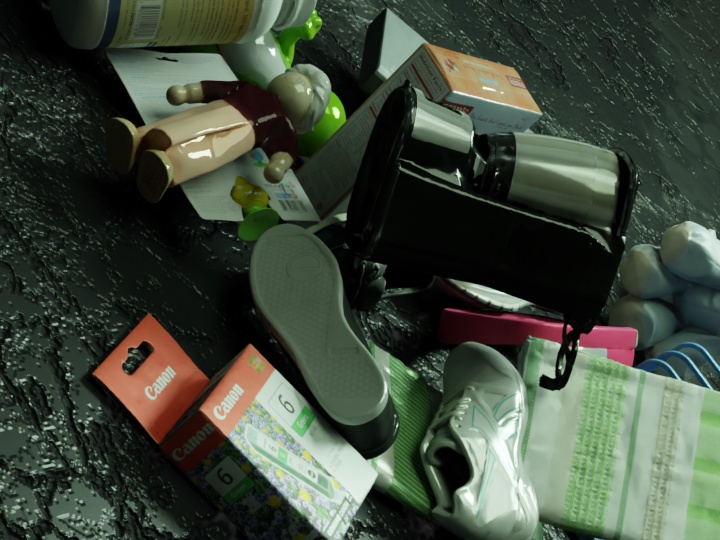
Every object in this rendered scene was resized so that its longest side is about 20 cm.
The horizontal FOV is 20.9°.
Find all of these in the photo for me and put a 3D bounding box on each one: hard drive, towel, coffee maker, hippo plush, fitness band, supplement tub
[{"bbox_3d":[0.085,-0.151,1.859,0.200,0.033,0.140,39,27,-18],"label":"hard drive"},{"bbox_3d":[0.069,0.154,1.553,0.199,0.023,0.153,35,31,-28],"label":"towel"},{"bbox_3d":[0.094,-0.028,1.507,0.198,0.135,0.194,14,75,-12],"label":"coffee maker"},{"bbox_3d":[0.347,0.007,1.980,0.160,0.199,0.161,64,16,-15],"label":"hippo plush"},{"bbox_3d":[0.209,0.149,1.575,0.198,0.031,0.150,17,69,-7],"label":"towel"},{"bbox_3d":[0.154,0.056,1.691,0.199,0.143,0.038,6,93,-53],"label":"fitness band"},{"bbox_3d":[-0.143,-0.253,1.564,0.198,0.145,0.145,-5,52,-23],"label":"supplement tub"}]

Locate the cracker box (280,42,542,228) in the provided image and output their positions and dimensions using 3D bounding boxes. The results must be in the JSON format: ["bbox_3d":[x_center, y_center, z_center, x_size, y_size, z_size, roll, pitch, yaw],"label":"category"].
[{"bbox_3d":[0.038,-0.096,1.635,0.133,0.200,0.058,7,47,-52],"label":"cracker box"}]

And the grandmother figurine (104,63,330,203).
[{"bbox_3d":[-0.096,-0.112,1.501,0.199,0.061,0.121,-29,71,-42],"label":"grandmother figurine"}]

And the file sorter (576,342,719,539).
[{"bbox_3d":[0.256,0.156,1.710,0.139,0.123,0.200,55,28,11],"label":"file sorter"}]

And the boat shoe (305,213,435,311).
[{"bbox_3d":[-0.001,0.002,1.589,0.066,0.075,0.199,49,21,19],"label":"boat shoe"}]

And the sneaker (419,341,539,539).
[{"bbox_3d":[0.087,0.127,1.515,0.080,0.070,0.201,28,36,-30],"label":"sneaker"}]

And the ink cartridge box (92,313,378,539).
[{"bbox_3d":[-0.084,0.109,1.357,0.200,0.050,0.109,46,27,-5],"label":"ink cartridge box"}]

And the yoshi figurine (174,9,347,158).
[{"bbox_3d":[-0.078,-0.169,1.674,0.200,0.112,0.112,45,39,-11],"label":"yoshi figurine"}]

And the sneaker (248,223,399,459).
[{"bbox_3d":[-0.029,0.060,1.470,0.100,0.070,0.201,78,-13,-52],"label":"sneaker"}]

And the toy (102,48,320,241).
[{"bbox_3d":[-0.125,-0.097,1.555,0.114,0.047,0.200,-1,42,-39],"label":"toy"}]

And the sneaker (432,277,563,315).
[{"bbox_3d":[0.140,-0.007,1.750,0.199,0.088,0.074,3,9,-40],"label":"sneaker"}]
